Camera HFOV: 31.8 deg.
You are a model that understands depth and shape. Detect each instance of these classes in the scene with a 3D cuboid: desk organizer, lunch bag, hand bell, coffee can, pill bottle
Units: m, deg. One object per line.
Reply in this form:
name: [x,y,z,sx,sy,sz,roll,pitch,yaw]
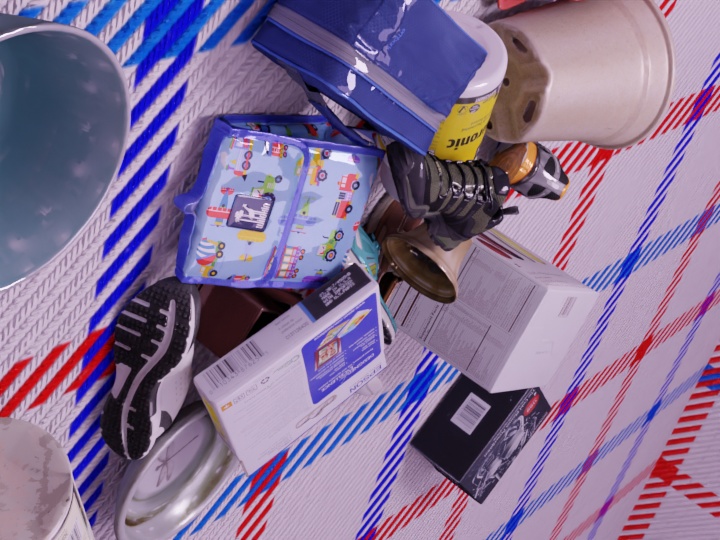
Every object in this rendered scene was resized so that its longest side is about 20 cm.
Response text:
desk organizer: [-0.098,0.060,1.310,0.072,0.077,0.200,-58,154,6]
lunch bag: [0.008,-0.188,1.118,0.133,0.136,0.200,-56,142,4]
hand bell: [0.124,-0.070,1.404,0.200,0.104,0.104,-49,154,-19]
coffee can: [-0.304,0.243,1.094,0.146,0.146,0.201,-40,150,-28]
lunch bag: [-0.093,-0.066,1.178,0.199,0.094,0.151,-2,119,-47]
pill bottle: [0.076,-0.159,1.303,0.111,0.111,0.201,-38,159,-32]

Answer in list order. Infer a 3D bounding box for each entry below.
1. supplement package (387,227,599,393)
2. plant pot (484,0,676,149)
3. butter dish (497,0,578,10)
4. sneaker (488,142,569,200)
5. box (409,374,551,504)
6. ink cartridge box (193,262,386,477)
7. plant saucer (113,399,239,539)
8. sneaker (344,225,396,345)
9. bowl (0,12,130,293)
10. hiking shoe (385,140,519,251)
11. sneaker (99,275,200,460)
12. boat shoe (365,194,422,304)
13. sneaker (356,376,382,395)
supplement package: [0.155,0.035,1.575,0.191,0.200,0.148,5,116,-62]
plant pot: [0.221,-0.223,1.426,0.183,0.200,0.201,-15,135,-38]
butter dish: [0.261,-0.366,1.347,0.200,0.147,0.200,-32,145,-39]
sneaker: [0.204,-0.125,1.547,0.079,0.077,0.200,-57,-172,14]
box: [0.195,0.246,2.001,0.200,0.104,0.182,-52,155,-6]
ink cartridge box: [-0.063,0.103,1.276,0.197,0.047,0.200,-37,158,-15]
plant saucer: [-0.195,0.202,1.335,0.200,0.050,0.201,-42,155,-24]
sneaker: [0.000,0.000,1.369,0.080,0.077,0.201,-51,133,-34]
bowl: [-0.259,-0.091,0.828,0.201,0.105,0.201,-39,150,-29]
hiking shoe: [0.093,-0.089,1.249,0.100,0.076,0.200,-22,157,14]
sneaker: [-0.193,0.083,1.204,0.080,0.073,0.201,-42,159,-58]
boat shoe: [0.036,-0.016,1.458,0.201,0.072,0.076,-58,154,5]
sneaker: [-0.043,0.115,1.498,0.088,0.075,0.200,-42,148,1]
